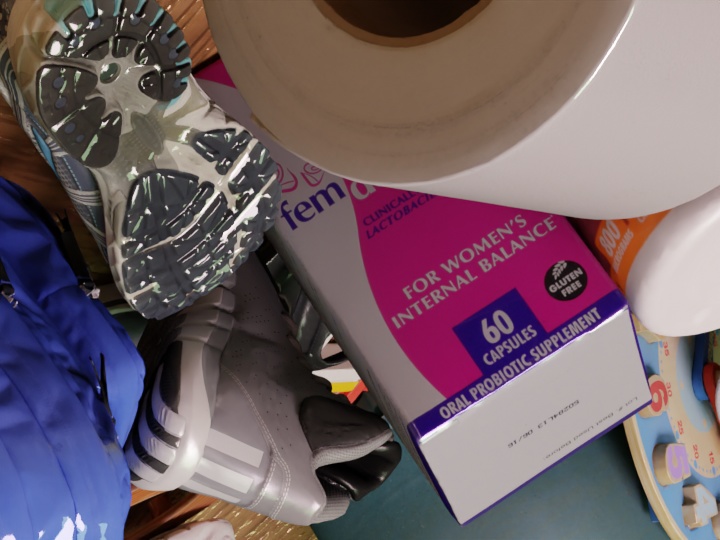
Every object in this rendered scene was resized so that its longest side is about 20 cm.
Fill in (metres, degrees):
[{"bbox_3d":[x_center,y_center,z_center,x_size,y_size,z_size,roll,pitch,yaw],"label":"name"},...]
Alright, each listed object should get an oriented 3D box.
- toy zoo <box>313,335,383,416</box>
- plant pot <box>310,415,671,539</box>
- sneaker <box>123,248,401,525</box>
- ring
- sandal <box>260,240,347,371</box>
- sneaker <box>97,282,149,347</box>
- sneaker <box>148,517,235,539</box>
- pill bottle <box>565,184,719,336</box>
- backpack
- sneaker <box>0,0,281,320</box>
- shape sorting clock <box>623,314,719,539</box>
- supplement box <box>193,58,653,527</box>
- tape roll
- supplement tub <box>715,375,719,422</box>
[{"bbox_3d":[0.001,0.051,1.290,0.200,0.020,0.131,0,138,-48],"label":"toy zoo"},{"bbox_3d":[0.094,0.166,1.349,0.199,0.188,0.200,-26,161,-10],"label":"plant pot"},{"bbox_3d":[-0.037,0.052,1.045,0.115,0.200,0.075,25,117,-10],"label":"sneaker"},{"bbox_3d":[-0.139,0.131,1.217,0.200,0.019,0.200,-28,168,-6],"label":"ring"},{"bbox_3d":[0.000,-0.001,1.160,0.200,0.048,0.075,-42,138,6],"label":"sandal"},{"bbox_3d":[-0.164,0.086,1.104,0.200,0.080,0.079,-32,152,-7],"label":"sneaker"},{"bbox_3d":[-0.131,0.204,1.248,0.199,0.100,0.078,-23,171,-29],"label":"sneaker"},{"bbox_3d":[0.109,-0.082,0.999,0.114,0.200,0.114,-26,151,-16],"label":"pill bottle"},{"bbox_3d":[-0.166,0.061,0.927,0.167,0.200,0.163,-16,147,-31],"label":"backpack"},{"bbox_3d":[-0.093,-0.061,0.935,0.078,0.086,0.200,-37,146,-13],"label":"sneaker"},{"bbox_3d":[0.186,0.062,1.342,0.039,0.201,0.200,-11,162,25],"label":"shape sorting clock"},{"bbox_3d":[0.023,-0.012,1.018,0.101,0.200,0.103,-33,152,-4],"label":"supplement box"},{"bbox_3d":[0.058,-0.123,0.876,0.203,0.203,0.139,-47,150,24],"label":"tape roll"},{"bbox_3d":[0.284,0.016,1.339,0.200,0.132,0.132,-60,174,-41],"label":"supplement tub"}]
